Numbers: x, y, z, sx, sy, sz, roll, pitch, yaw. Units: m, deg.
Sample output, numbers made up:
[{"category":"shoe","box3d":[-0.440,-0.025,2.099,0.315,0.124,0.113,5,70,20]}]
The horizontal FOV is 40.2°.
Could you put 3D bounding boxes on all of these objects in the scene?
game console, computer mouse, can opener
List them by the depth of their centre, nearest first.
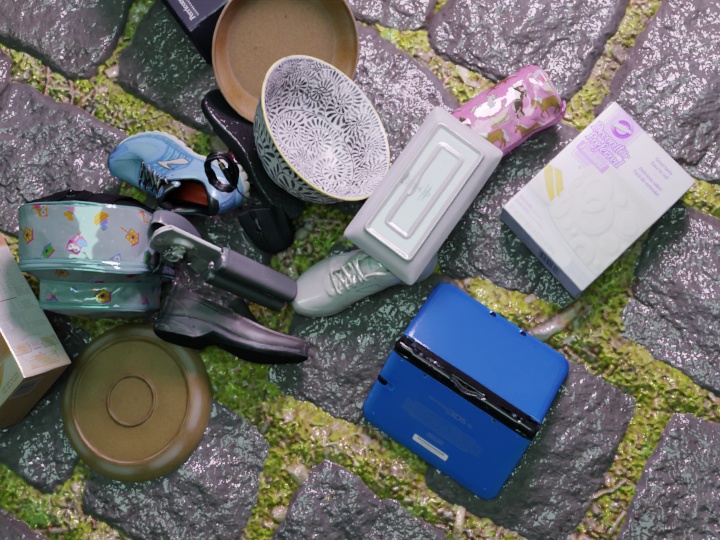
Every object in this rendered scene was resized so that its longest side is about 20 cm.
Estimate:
[{"category":"can opener","box3d":[-0.165,-0.017,1.191,0.053,0.198,0.068,-34,43,38]},{"category":"computer mouse","box3d":[-0.136,-0.076,1.198,0.058,0.200,0.035,-9,57,21]},{"category":"game console","box3d":[0.130,0.147,1.220,0.198,0.118,0.173,32,114,10]}]

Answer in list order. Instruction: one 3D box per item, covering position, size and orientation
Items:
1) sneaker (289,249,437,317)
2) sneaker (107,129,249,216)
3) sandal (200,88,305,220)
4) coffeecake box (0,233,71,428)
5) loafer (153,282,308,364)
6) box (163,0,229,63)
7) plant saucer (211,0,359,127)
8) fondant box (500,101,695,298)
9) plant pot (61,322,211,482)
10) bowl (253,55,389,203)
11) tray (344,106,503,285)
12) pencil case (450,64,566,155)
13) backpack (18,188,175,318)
[{"category":"sneaker","box3d":[0.000,0.000,1.228,0.197,0.080,0.072,-21,80,2]},{"category":"sneaker","box3d":[-0.242,-0.118,1.244,0.197,0.090,0.080,16,123,20]},{"category":"sandal","box3d":[-0.140,-0.146,1.279,0.075,0.045,0.201,-29,79,-44]},{"category":"coffeecake box","box3d":[-0.463,0.076,1.215,0.153,0.073,0.202,-42,75,35]},{"category":"loafer","box3d":[-0.156,0.067,1.230,0.196,0.073,0.074,15,69,-3]},{"category":"box","box3d":[-0.196,-0.421,1.304,0.181,0.104,0.201,-36,77,-4]},{"category":"plant saucer","box3d":[-0.099,-0.285,1.268,0.196,0.035,0.204,-9,116,-19]},{"category":"fondant box","box3d":[0.294,-0.088,1.233,0.200,0.058,0.145,-42,79,-5]},{"category":"plant pot","box3d":[-0.288,0.165,1.245,0.196,0.028,0.204,-1,79,5]},{"category":"bowl","box3d":[-0.066,-0.159,1.240,0.094,0.199,0.204,-32,74,43]},{"category":"tray","box3d":[0.077,-0.094,1.188,0.107,0.022,0.201,35,84,8]},{"category":"pencil case","box3d":[0.164,-0.179,1.249,0.198,0.083,0.087,-35,111,-3]},{"category":"backpack","box3d":[-0.323,-0.020,1.196,0.172,0.200,0.157,3,79,4]}]
